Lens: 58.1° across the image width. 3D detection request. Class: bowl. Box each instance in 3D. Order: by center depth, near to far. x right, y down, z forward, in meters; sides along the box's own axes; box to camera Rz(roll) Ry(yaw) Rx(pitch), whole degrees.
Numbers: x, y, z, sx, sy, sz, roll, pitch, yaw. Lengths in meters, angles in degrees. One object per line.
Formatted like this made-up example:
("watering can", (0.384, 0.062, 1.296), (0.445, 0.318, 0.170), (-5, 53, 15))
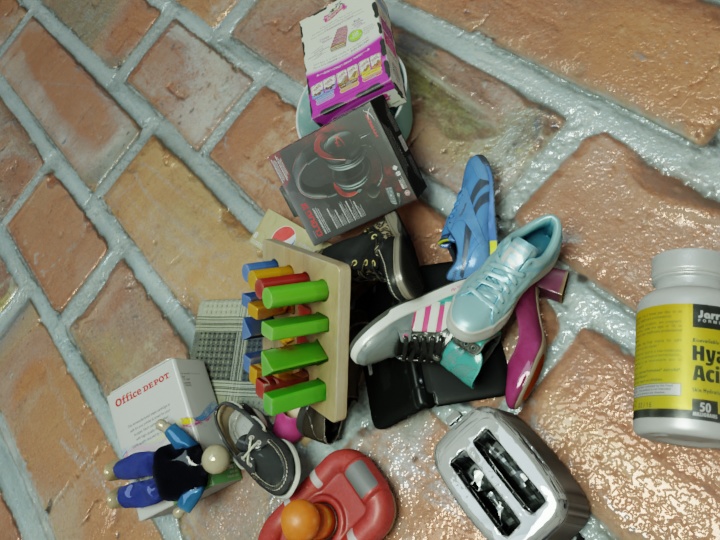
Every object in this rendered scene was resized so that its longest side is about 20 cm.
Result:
("bowl", (0.005, -0.246, 1.046), (0.199, 0.105, 0.203), (-11, 64, 25))

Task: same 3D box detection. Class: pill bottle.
("pill bottle", (0.357, 0.084, 0.704), (0.110, 0.111, 0.202), (-1, 70, 29))

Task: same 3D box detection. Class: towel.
("towel", (-0.196, 0.138, 1.054), (0.198, 0.034, 0.195), (-2, 72, 27))

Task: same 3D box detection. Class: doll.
("doll", (-0.272, 0.279, 0.914), (0.198, 0.048, 0.138), (-17, 77, 20))

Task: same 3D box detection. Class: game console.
("game console", (0.092, 0.103, 0.906), (0.176, 0.115, 0.202), (-42, 49, 46))

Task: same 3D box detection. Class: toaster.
("toaster", (0.171, 0.245, 0.734), (0.114, 0.129, 0.200), (-43, 56, 8))

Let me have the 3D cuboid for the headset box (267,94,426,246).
("headset box", (-0.027, -0.138, 0.939), (0.198, 0.075, 0.150), (-22, 103, 25))

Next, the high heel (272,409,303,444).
("high heel", (-0.088, 0.162, 0.936), (0.067, 0.096, 0.201), (33, 88, 35))

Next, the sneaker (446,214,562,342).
("sneaker", (0.173, -0.001, 0.779), (0.074, 0.082, 0.200), (32, 61, 26))

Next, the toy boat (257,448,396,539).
("toy boat", (-0.058, 0.324, 0.831), (0.200, 0.131, 0.131), (-47, 55, 5))

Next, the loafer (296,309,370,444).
("loafer", (-0.023, 0.153, 0.904), (0.071, 0.073, 0.202), (28, 103, 45))

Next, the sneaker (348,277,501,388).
("sneaker", (0.095, 0.098, 0.805), (0.198, 0.084, 0.121), (-24, 57, -16))

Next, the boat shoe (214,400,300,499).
("boat shoe", (-0.148, 0.242, 0.899), (0.074, 0.060, 0.200), (-56, 36, 2))

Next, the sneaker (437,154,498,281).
("sneaker", (0.147, -0.075, 0.902), (0.077, 0.066, 0.202), (1, 66, 4))

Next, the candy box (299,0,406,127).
("candy box", (-0.015, -0.321, 0.987), (0.135, 0.061, 0.202), (-20, 62, 22))

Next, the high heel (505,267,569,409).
("high heel", (0.194, 0.074, 0.828), (0.095, 0.068, 0.201), (15, 63, 23))

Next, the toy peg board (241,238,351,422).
("toy peg board", (-0.109, 0.076, 0.844), (0.198, 0.097, 0.202), (19, 111, 52))

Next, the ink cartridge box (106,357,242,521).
("ink cartridge box", (-0.288, 0.256, 0.998), (0.144, 0.084, 0.202), (-29, 71, 17))

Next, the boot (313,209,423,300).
("boot", (0.000, 0.000, 0.864), (0.149, 0.074, 0.201), (-24, 29, 11))

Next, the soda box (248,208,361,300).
("soda box", (-0.084, -0.023, 1.031), (0.199, 0.064, 0.068), (30, 86, 36))
